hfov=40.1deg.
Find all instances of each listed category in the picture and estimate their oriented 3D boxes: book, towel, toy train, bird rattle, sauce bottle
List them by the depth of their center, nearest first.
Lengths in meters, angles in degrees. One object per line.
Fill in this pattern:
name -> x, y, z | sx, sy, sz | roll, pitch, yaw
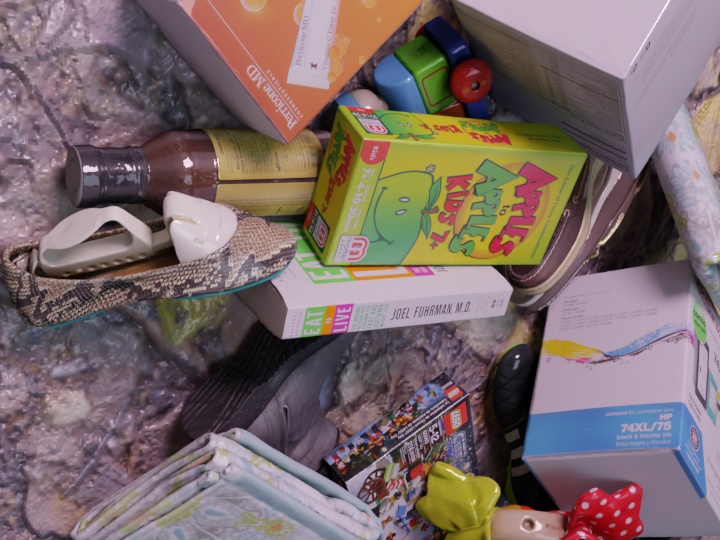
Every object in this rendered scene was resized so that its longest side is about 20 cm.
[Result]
sauce bottle -> -0.106, -0.070, 0.698 | 0.197, 0.064, 0.066 | -3, 110, -33
book -> 0.000, 0.000, 0.752 | 0.197, 0.134, 0.049 | -4, 121, -33
towel -> -0.100, 0.210, 0.774 | 0.170, 0.049, 0.200 | -34, 129, 20
toy train -> 0.059, -0.092, 0.802 | 0.114, 0.085, 0.201 | -29, 133, -2
bird rattle -> 0.148, 0.229, 0.876 | 0.195, 0.115, 0.164 | -5, 158, -1
towel -> 0.327, -0.047, 0.927 | 0.048, 0.174, 0.199 | -25, 147, 22

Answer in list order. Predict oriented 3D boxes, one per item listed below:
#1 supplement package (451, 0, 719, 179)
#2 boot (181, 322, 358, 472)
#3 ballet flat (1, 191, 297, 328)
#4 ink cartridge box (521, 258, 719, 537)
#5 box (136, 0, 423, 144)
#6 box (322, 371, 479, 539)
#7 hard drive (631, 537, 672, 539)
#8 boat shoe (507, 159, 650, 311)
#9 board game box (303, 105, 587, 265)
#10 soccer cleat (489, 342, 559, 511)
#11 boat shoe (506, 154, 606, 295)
supplement package -> 0.190, -0.213, 0.746 | 0.193, 0.146, 0.200 | -57, 158, -2
boot -> -0.046, 0.099, 0.815 | 0.199, 0.070, 0.132 | -40, 133, -9
ballet flat -> -0.143, -0.013, 0.650 | 0.196, 0.069, 0.076 | -12, 133, 2
ink cartridge box -> 0.255, 0.120, 0.916 | 0.147, 0.144, 0.203 | 50, 43, -36
box -> -0.037, -0.208, 0.669 | 0.200, 0.097, 0.125 | -48, 127, -9
box -> 0.046, 0.205, 0.901 | 0.135, 0.038, 0.202 | -32, 135, -20
hard drive -> 0.303, 0.296, 1.061 | 0.140, 0.037, 0.202 | -54, 159, -35
boat shoe -> 0.207, -0.045, 0.919 | 0.059, 0.071, 0.202 | 36, 81, -35
board game box -> 0.064, -0.059, 0.735 | 0.196, 0.048, 0.103 | 0, 125, -30
soccer cleat -> 0.174, 0.165, 0.971 | 0.067, 0.081, 0.204 | -23, 120, -24
boat shoe -> 0.170, -0.080, 0.872 | 0.072, 0.072, 0.203 | 32, 81, -39
